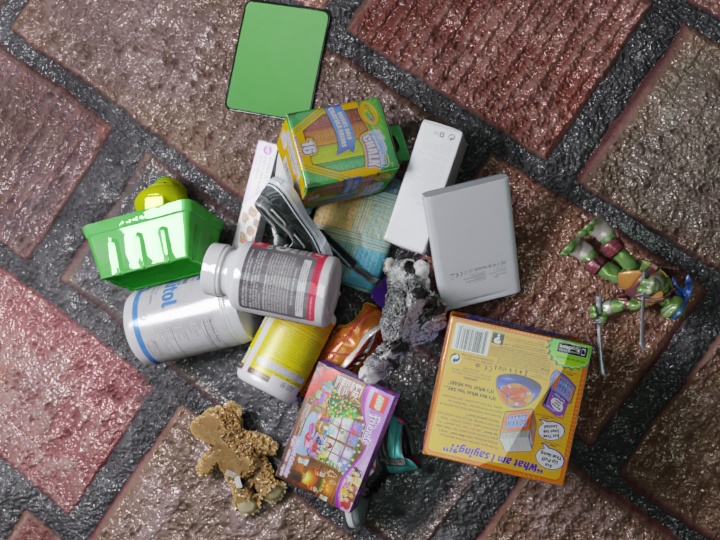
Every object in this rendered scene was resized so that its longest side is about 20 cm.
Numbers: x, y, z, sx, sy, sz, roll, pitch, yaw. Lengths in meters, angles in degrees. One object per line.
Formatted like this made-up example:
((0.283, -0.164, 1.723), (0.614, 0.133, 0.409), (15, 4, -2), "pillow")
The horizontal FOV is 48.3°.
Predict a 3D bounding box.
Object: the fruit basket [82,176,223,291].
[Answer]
((-0.338, -0.082, 1.338), (0.215, 0.156, 0.216), (-5, 74, 16), "fruit basket")

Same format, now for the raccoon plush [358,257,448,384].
((0.042, 0.064, 1.259), (0.200, 0.097, 0.134), (-38, 40, -5), "raccoon plush")

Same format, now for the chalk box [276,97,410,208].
((-0.016, -0.188, 1.274), (0.200, 0.124, 0.125), (-15, 81, -15), "chalk box")

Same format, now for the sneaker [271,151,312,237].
((-0.098, -0.124, 1.341), (0.082, 0.074, 0.200), (2, 89, 25), "sneaker")

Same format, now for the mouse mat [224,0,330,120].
((-0.145, -0.365, 1.398), (0.161, 0.008, 0.200), (12, 90, 12), "mouse mat")

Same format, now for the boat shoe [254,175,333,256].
((-0.110, -0.058, 1.275), (0.071, 0.200, 0.072), (-46, 39, -18), "boat shoe")

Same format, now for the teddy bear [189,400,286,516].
((-0.206, 0.319, 1.366), (0.200, 0.067, 0.145), (44, 106, 3), "teddy bear")

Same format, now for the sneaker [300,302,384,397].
((-0.029, 0.138, 1.336), (0.200, 0.073, 0.077), (-44, 52, 9), "sneaker")

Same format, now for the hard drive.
((0.175, -0.041, 1.247), (0.132, 0.026, 0.200), (-14, 117, -4), "hard drive")

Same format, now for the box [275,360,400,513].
((-0.037, 0.260, 1.266), (0.137, 0.039, 0.200), (22, 95, 17), "box")

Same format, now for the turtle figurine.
((0.382, 0.028, 1.208), (0.200, 0.144, 0.194), (-43, 77, 4), "turtle figurine")

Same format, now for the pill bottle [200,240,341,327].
((-0.136, 0.016, 1.226), (0.200, 0.111, 0.111), (11, 90, 8), "pill bottle")

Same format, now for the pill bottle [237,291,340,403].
((-0.111, 0.107, 1.312), (0.109, 0.109, 0.200), (25, 80, 11), "pill bottle")

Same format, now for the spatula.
((0.000, 0.000, 1.321), (0.200, 0.021, 0.057), (40, 66, 9), "spatula")

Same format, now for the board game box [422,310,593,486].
((0.212, 0.180, 1.199), (0.200, 0.200, 0.200), (12, 90, 6), "board game box")

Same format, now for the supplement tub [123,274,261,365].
((-0.281, 0.077, 1.348), (0.200, 0.132, 0.132), (-15, 85, 10), "supplement tub")

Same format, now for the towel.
((-0.012, -0.074, 1.354), (0.146, 0.022, 0.200), (19, 90, 11), "towel")

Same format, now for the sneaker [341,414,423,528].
((0.039, 0.324, 1.302), (0.121, 0.084, 0.200), (5, 88, 21), "sneaker")

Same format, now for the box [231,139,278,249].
((-0.176, -0.121, 1.379), (0.039, 0.041, 0.200), (15, 92, 12), "box")

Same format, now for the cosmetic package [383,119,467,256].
((0.106, -0.129, 1.291), (0.074, 0.102, 0.200), (20, 91, 12), "cosmetic package")
